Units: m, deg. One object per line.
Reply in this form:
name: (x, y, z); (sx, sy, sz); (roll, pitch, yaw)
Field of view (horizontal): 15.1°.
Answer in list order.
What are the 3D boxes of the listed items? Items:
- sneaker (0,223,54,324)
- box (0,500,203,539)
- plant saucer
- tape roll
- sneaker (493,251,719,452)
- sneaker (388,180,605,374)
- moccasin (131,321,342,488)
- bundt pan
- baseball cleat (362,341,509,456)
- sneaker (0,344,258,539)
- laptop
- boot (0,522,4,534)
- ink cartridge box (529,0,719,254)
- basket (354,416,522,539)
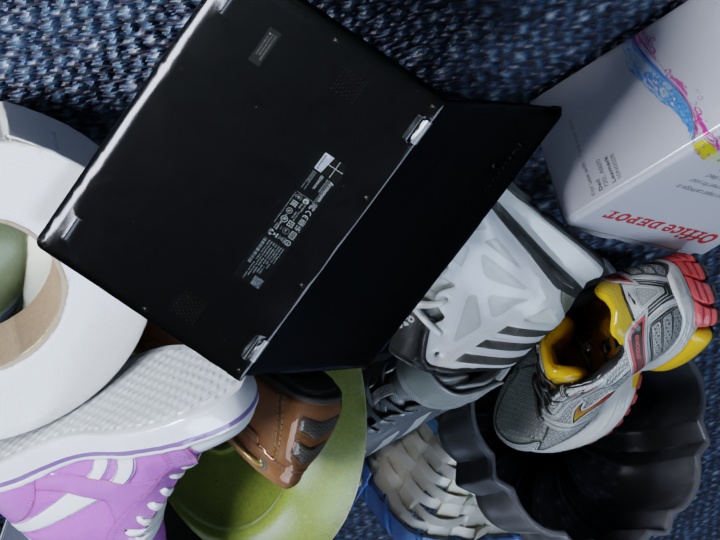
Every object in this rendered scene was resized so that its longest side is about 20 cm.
sneaker: (-0.220, 0.022, 1.502); (0.089, 0.067, 0.201); (1, 137, -15)
box: (-0.098, 0.210, 1.650); (0.182, 0.200, 0.105); (4, 113, -45)
plant saucer: (-0.073, 0.076, 1.576); (0.031, 0.201, 0.200); (-8, 158, -42)
tape roll: (-0.207, 0.004, 1.414); (0.202, 0.037, 0.204); (-8, 128, -10)
sneaker: (0.129, 0.050, 1.639); (0.082, 0.078, 0.200); (-7, 154, -33)
sneaker: (0.040, -0.008, 1.505); (0.200, 0.076, 0.116); (37, 88, -33)
moccasin: (-0.092, 0.049, 1.524); (0.074, 0.201, 0.078); (-4, 125, -55)
bundt pan: (0.131, 0.094, 1.794); (0.201, 0.203, 0.076); (-1, 166, -34)
baseball cleat: (0.006, 0.075, 1.647); (0.199, 0.070, 0.106); (-29, 177, -10)
sneaker: (-0.113, 0.110, 1.483); (0.200, 0.073, 0.114); (-17, 120, 38)
laptop: (-0.028, -0.049, 1.406); (0.200, 0.116, 0.188); (33, 110, -9)
boot: (-0.249, 0.186, 1.793); (0.131, 0.070, 0.200); (-1, -174, -24)
ink cartridge box: (0.217, -0.095, 1.536); (0.200, 0.084, 0.144); (-32, 154, 34)
basket: (0.065, 0.148, 1.910); (0.176, 0.139, 0.201); (2, 127, -37)
